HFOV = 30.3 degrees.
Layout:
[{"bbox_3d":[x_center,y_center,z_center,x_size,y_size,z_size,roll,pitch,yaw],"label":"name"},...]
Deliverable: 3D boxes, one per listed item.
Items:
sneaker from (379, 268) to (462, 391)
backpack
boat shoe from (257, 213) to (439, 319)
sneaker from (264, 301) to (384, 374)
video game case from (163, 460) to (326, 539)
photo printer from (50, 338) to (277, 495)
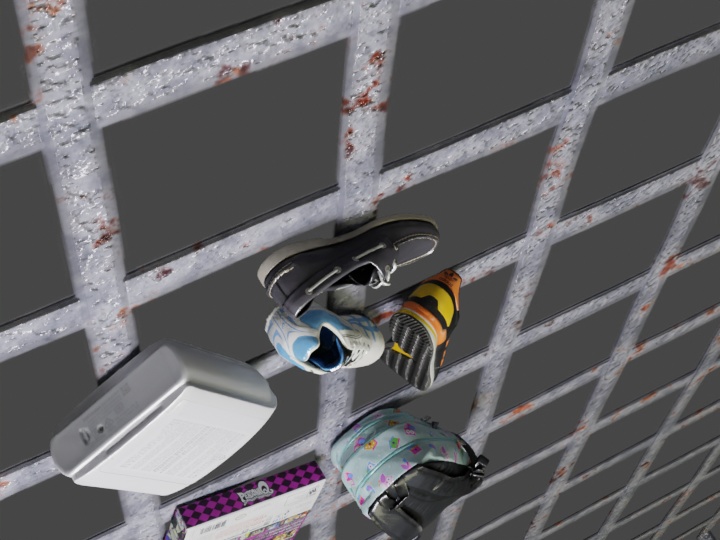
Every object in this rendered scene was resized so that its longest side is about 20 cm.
[{"bbox_3d":[0.076,0.064,1.441,0.090,0.070,0.200,-49,169,-18],"label":"sneaker"},{"bbox_3d":[0.051,0.257,1.682,0.167,0.127,0.200,-49,151,7],"label":"backpack"},{"bbox_3d":[0.000,0.000,1.250,0.198,0.063,0.073,-15,149,-33],"label":"boat shoe"},{"bbox_3d":[-0.028,0.078,1.346,0.072,0.073,0.200,-41,154,14],"label":"sneaker"},{"bbox_3d":[-0.155,0.323,1.666,0.198,0.036,0.182,-15,149,-31],"label":"video game case"},{"bbox_3d":[-0.181,0.148,1.295,0.166,0.070,0.200,-40,154,13],"label":"photo printer"}]
